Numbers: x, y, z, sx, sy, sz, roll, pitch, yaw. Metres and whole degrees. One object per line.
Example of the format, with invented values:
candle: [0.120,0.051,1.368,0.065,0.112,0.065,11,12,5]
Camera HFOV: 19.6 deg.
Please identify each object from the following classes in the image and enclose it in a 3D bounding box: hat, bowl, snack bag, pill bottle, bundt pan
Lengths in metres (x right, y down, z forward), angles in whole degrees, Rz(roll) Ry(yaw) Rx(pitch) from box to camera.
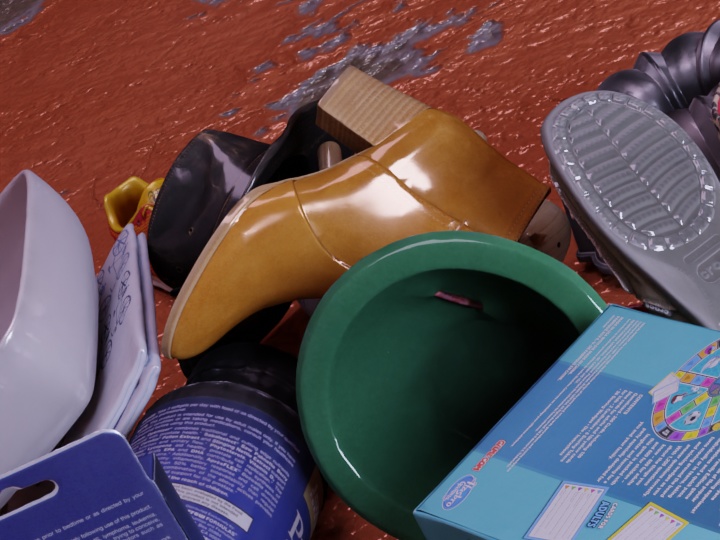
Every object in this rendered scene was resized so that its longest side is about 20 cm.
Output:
hat: [-0.081,-0.035,1.294,0.081,0.201,0.201,32,55,17]
bowl: [-0.220,0.062,1.217,0.200,0.075,0.200,-48,26,22]
snack bag: [-0.170,0.091,1.224,0.200,0.021,0.189,-61,20,19]
pill bottle: [-0.081,0.130,1.097,0.112,0.112,0.200,-14,30,26]
hat: [0.082,0.056,1.121,0.200,0.166,0.176,17,10,10]
bundt pan: [0.201,-0.085,1.240,0.202,0.076,0.202,-26,22,11]

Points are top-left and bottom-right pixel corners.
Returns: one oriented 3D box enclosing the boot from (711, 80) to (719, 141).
boot: [0.251,-0.061,1.087,0.073,0.151,0.200,-3,34,40]

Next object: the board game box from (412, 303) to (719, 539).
board game box: [0.145,0.095,0.905,0.200,0.047,0.151,15,50,48]

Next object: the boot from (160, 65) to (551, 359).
boot: [0.000,0.000,1.127,0.201,0.144,0.071,-53,-7,-7]

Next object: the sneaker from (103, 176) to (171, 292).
sneaker: [-0.122,-0.023,1.454,0.073,0.077,0.200,-40,30,-28]

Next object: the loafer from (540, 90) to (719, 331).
loafer: [0.155,-0.003,1.036,0.075,0.070,0.200,-27,68,-22]

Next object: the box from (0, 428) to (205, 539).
box: [-0.119,0.165,0.968,0.121,0.200,0.032,-24,27,6]

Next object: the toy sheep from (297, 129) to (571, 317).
toy sheep: [0.026,-0.012,1.227,0.200,0.138,0.138,-7,27,0]
